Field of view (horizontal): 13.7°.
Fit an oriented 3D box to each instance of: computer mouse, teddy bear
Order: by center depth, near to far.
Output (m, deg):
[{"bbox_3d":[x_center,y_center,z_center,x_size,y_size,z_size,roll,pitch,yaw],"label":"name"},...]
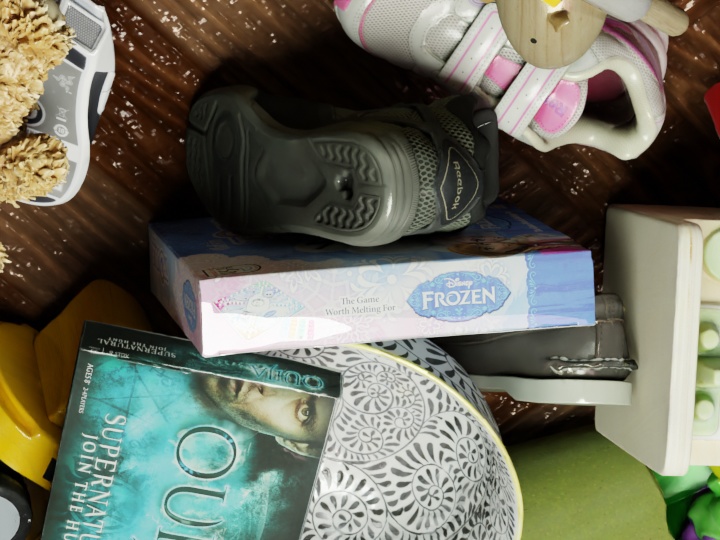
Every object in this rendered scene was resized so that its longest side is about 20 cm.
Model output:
[{"bbox_3d":[-0.205,-0.077,1.474,0.145,0.067,0.200,40,132,-6],"label":"teddy bear"},{"bbox_3d":[-0.157,-0.118,1.495,0.109,0.044,0.200,21,132,4],"label":"computer mouse"}]

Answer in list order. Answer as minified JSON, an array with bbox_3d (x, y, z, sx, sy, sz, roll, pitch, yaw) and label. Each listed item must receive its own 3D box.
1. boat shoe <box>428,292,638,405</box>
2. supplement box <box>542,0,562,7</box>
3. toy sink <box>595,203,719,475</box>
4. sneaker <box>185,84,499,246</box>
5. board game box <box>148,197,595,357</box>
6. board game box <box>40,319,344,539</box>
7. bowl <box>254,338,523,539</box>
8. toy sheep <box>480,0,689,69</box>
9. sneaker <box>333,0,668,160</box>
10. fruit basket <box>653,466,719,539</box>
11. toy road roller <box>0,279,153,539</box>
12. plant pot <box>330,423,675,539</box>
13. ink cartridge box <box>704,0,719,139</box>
[{"bbox_3d":[0.085,0.037,1.627,0.071,0.201,0.061,2,91,-29],"label":"boat shoe"},{"bbox_3d":[0.066,-0.235,1.356,0.109,0.200,0.109,31,117,-33],"label":"supplement box"},{"bbox_3d":[0.199,0.035,1.589,0.111,0.200,0.131,2,93,-6],"label":"toy sink"},{"bbox_3d":[-0.004,-0.054,1.521,0.114,0.199,0.077,-3,98,-37],"label":"sneaker"},{"bbox_3d":[0.000,0.000,1.546,0.198,0.200,0.044,-6,100,-11],"label":"board game box"},{"bbox_3d":[-0.094,0.120,1.545,0.135,0.028,0.201,10,128,-6],"label":"board game box"},{"bbox_3d":[-0.005,0.090,1.593,0.200,0.094,0.201,7,126,9],"label":"bowl"},{"bbox_3d":[0.125,-0.192,1.461,0.137,0.138,0.201,21,93,-29],"label":"toy sheep"},{"bbox_3d":[0.082,-0.114,1.537,0.199,0.088,0.082,13,125,-24],"label":"sneaker"},{"bbox_3d":[0.262,0.119,1.757,0.215,0.156,0.216,-16,148,-10],"label":"fruit basket"},{"bbox_3d":[-0.143,0.098,1.636,0.146,0.123,0.200,-42,126,19],"label":"toy road roller"},{"bbox_3d":[0.084,0.179,1.740,0.189,0.200,0.201,-23,133,-10],"label":"plant pot"},{"bbox_3d":[0.254,-0.138,1.539,0.200,0.116,0.067,-34,120,14],"label":"ink cartridge box"}]
